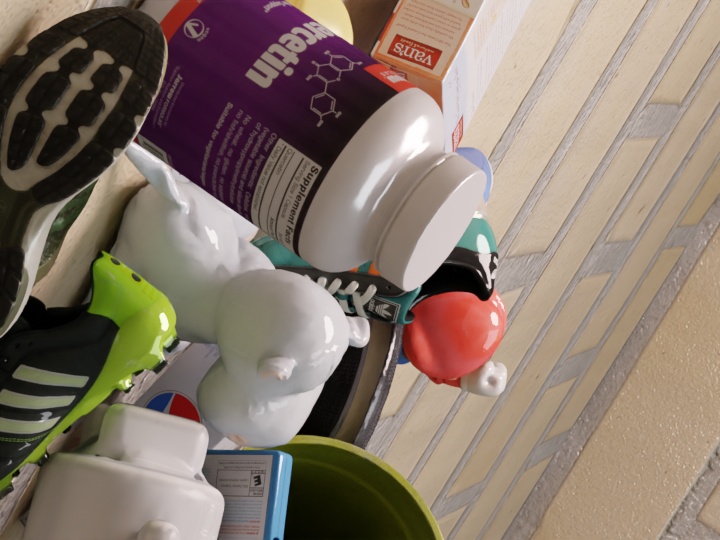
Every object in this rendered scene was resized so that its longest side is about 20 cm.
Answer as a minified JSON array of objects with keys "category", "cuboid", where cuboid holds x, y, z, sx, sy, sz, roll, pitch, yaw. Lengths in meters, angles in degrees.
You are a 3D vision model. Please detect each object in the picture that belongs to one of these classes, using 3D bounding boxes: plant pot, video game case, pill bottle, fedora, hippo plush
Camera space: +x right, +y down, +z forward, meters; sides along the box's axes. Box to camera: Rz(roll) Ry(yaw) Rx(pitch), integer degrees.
[{"category":"plant pot","cuboid":[-0.059,0.237,1.465,0.200,0.200,0.193,-49,180,-23]},{"category":"video game case","cuboid":[-0.115,0.211,1.265,0.018,0.143,0.200,26,67,-54]},{"category":"pill bottle","cuboid":[-0.034,-0.076,1.112,0.112,0.200,0.113,-50,164,-20]},{"category":"fedora","cuboid":[-0.038,0.064,1.526,0.201,0.091,0.201,-161,-90,-78]},{"category":"hippo plush","cuboid":[-0.069,0.015,1.265,0.159,0.161,0.200,-35,154,-52]}]

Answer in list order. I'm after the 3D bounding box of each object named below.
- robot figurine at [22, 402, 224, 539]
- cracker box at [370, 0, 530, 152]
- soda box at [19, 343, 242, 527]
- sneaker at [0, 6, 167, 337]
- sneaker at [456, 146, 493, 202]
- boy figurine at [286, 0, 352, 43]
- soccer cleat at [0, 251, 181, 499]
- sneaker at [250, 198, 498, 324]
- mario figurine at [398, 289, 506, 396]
[{"category":"robot figurine","cuboid":[-0.148,0.181,1.214,0.170,0.113,0.200,169,-64,-70]},{"category":"cracker box","cuboid":[0.075,-0.189,1.418,0.134,0.058,0.200,83,31,-67]},{"category":"soda box","cuboid":[-0.135,0.125,1.394,0.200,0.064,0.068,-44,168,14]},{"category":"sneaker","cuboid":[-0.164,-0.051,1.048,0.200,0.077,0.089,-53,178,11]},{"category":"sneaker","cuboid":[0.061,-0.069,1.645,0.077,0.076,0.200,-59,166,29]},{"category":"boy figurine","cuboid":[-0.025,-0.100,1.287,0.200,0.124,0.065,66,28,-48]},{"category":"soccer cleat","cuboid":[-0.193,0.066,1.190,0.200,0.081,0.068,-39,-169,17]},{"category":"sneaker","cuboid":[0.000,0.000,1.424,0.200,0.080,0.071,-10,158,-8]},{"category":"mario figurine","cuboid":[0.054,0.039,1.635,0.200,0.123,0.106,-3,-110,58]}]
